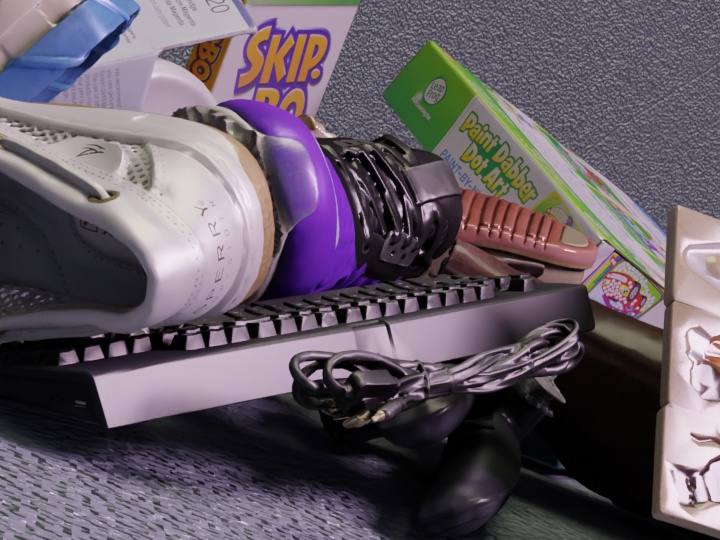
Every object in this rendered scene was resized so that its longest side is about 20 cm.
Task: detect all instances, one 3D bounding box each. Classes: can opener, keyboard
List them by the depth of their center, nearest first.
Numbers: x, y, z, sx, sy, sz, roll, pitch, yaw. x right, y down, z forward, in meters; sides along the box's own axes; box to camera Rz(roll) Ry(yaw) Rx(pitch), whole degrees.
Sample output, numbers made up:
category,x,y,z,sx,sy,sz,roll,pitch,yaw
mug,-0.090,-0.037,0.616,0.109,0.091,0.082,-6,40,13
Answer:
category,x,y,z,sx,sy,sz,roll,pitch,yaw
keyboard,-0.004,0.019,0.559,0.127,0.021,0.200,9,13,43
can opener,0.029,0.053,0.631,0.064,0.078,0.200,58,3,-4

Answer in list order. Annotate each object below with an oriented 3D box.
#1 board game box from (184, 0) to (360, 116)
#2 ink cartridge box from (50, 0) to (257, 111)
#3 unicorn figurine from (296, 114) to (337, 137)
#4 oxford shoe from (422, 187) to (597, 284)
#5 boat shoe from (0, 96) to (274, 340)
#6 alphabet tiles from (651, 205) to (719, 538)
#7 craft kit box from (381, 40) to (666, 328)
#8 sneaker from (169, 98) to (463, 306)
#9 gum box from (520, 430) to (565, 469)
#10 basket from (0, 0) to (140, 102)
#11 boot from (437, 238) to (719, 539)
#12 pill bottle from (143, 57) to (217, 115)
category,x,y,z,sx,sy,sz,roll,pitch,yaw
board game box,-0.061,-0.079,1.011,0.030,0.201,0.095,21,3,31
ink cartridge box,-0.170,-0.121,0.856,0.199,0.043,0.197,-13,42,-19
unicorn figurine,0.004,-0.025,0.976,0.137,0.074,0.200,32,12,-17
oxford shoe,0.000,0.000,0.838,0.199,0.074,0.071,6,12,11
boat shoe,-0.125,-0.017,0.529,0.199,0.071,0.069,3,16,24
alphabet tiles,0.175,0.054,0.586,0.199,0.167,0.006,19,-31,-18
craft kit box,0.122,-0.012,1.014,0.197,0.049,0.200,37,12,-39
sneaker,-0.011,-0.023,0.683,0.099,0.070,0.200,-15,-7,-9
gum box,0.054,0.047,0.940,0.169,0.045,0.200,20,1,24
basket,-0.128,-0.045,0.690,0.200,0.139,0.176,54,-5,-12
boot,0.098,0.046,0.710,0.166,0.073,0.200,33,-13,-2
pill bottle,-0.167,-0.066,0.957,0.200,0.113,0.113,20,3,41
